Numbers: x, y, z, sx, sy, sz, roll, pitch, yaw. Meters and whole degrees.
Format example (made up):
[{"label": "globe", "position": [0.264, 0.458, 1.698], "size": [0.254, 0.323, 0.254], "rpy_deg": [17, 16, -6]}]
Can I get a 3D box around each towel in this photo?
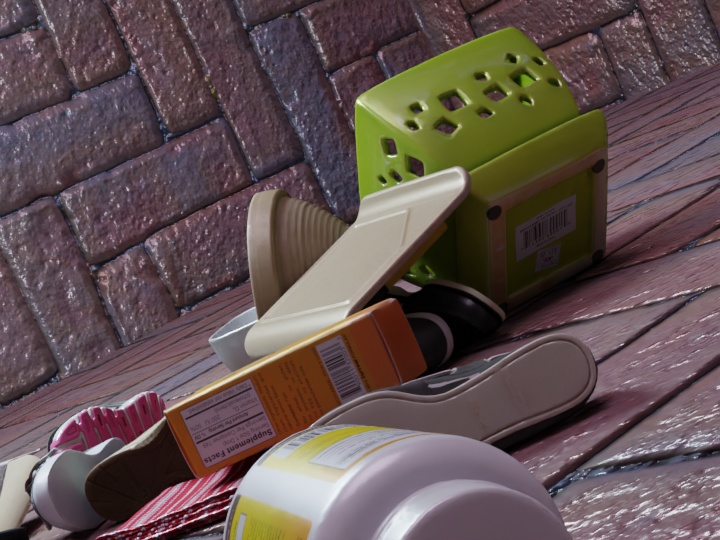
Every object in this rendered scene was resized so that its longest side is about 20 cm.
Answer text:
[{"label": "towel", "position": [-0.100, 0.165, 1.353], "size": [0.199, 0.023, 0.145], "rpy_deg": [-24, 4, 22]}]

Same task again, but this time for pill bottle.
[{"label": "pill bottle", "position": [0.016, 0.119, 0.699], "size": [0.109, 0.110, 0.200], "rpy_deg": [-26, 5, -16]}]

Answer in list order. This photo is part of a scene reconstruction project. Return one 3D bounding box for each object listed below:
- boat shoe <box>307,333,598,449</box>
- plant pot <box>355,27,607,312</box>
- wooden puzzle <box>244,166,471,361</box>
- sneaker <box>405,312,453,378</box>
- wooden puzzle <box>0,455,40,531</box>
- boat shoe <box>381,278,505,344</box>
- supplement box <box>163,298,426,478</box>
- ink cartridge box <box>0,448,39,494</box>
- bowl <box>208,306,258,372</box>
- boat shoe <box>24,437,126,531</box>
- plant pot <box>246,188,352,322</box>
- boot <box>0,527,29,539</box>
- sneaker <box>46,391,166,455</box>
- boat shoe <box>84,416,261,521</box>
[{"label": "boat shoe", "position": [0.055, 0.096, 1.090], "size": [0.198, 0.067, 0.057], "rpy_deg": [-21, -11, -1]}, {"label": "plant pot", "position": [0.125, -0.081, 1.653], "size": [0.199, 0.200, 0.181], "rpy_deg": [-26, 45, -23]}, {"label": "wooden puzzle", "position": [0.000, 0.000, 1.538], "size": [0.200, 0.037, 0.184], "rpy_deg": [-51, 18, -26]}, {"label": "sneaker", "position": [-0.025, 0.088, 1.494], "size": [0.198, 0.071, 0.099], "rpy_deg": [-18, 2, 27]}, {"label": "wooden puzzle", "position": [-0.419, 0.238, 1.686], "size": [0.198, 0.047, 0.186], "rpy_deg": [-15, 19, 9]}, {"label": "boat shoe", "position": [0.057, 0.050, 1.568], "size": [0.201, 0.074, 0.063], "rpy_deg": [-5, 48, 57]}, {"label": "supplement box", "position": [-0.052, 0.093, 1.364], "size": [0.199, 0.069, 0.066], "rpy_deg": [-24, 1, 22]}, {"label": "ink cartridge box", "position": [-0.379, 0.212, 1.499], "size": [0.160, 0.051, 0.200], "rpy_deg": [-19, -3, 16]}, {"label": "bowl", "position": [-0.062, 0.061, 1.983], "size": [0.199, 0.075, 0.200], "rpy_deg": [-25, 5, 8]}, {"label": "boat shoe", "position": [-0.263, 0.193, 1.555], "size": [0.067, 0.074, 0.199], "rpy_deg": [-19, 5, 11]}, {"label": "plant pot", "position": [-0.040, 0.014, 1.698], "size": [0.092, 0.203, 0.201], "rpy_deg": [-11, 7, 9]}, {"label": "boot", "position": [-0.380, 0.271, 1.443], "size": [0.199, 0.066, 0.164], "rpy_deg": [-14, 13, 47]}, {"label": "sneaker", "position": [-0.277, 0.180, 1.817], "size": [0.087, 0.074, 0.200], "rpy_deg": [-23, 0, 23]}, {"label": "boat shoe", "position": [-0.144, 0.146, 1.478], "size": [0.199, 0.072, 0.065], "rpy_deg": [-25, 5, 21]}]
